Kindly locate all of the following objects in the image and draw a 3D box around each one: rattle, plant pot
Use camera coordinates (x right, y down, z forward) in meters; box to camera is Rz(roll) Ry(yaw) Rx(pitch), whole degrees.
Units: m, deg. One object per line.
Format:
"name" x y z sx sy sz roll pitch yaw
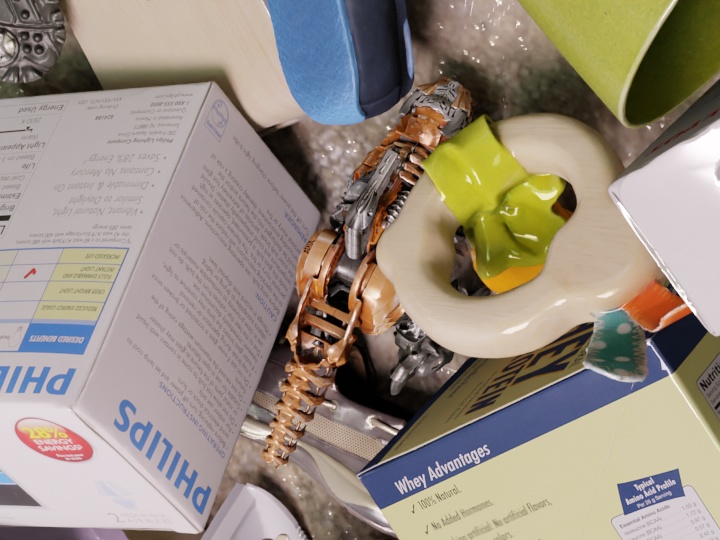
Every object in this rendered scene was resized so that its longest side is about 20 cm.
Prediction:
"rattle" 0.111 0.019 1.335 0.199 0.130 0.143 24 149 41
"plant pot" 0.107 -0.200 1.257 0.200 0.187 0.188 43 128 14

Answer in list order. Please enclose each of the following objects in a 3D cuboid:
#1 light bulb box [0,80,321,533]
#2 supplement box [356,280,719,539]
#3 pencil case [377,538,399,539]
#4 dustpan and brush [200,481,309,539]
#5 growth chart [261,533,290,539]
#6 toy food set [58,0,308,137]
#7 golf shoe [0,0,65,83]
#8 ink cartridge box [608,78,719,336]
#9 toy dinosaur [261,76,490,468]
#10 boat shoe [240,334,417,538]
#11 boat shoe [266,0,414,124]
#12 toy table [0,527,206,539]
"light bulb box" -0.154 0.021 1.466 0.197 0.201 0.125 -2 144 35
"supplement box" 0.147 0.121 1.412 0.199 0.134 0.200 -28 99 37
"pencil case" 0.046 0.240 1.568 0.201 0.090 0.094 64 162 -10
"dustpan and brush" -0.044 0.235 1.610 0.057 0.140 0.201 11 145 32
"growth chart" 0.009 0.212 1.484 0.200 0.018 0.146 9 116 58
"toy food set" -0.091 -0.158 1.463 0.143 0.060 0.201 -18 103 47
"golf shoe" -0.228 -0.178 1.509 0.200 0.088 0.077 42 95 7
"ink cartridge box" 0.218 -0.071 1.233 0.145 0.200 0.084 -32 95 37
"toy dinosaur" 0.000 0.000 1.429 0.200 0.136 0.102 -42 71 -3
"boat shoe" -0.022 0.068 1.534 0.199 0.074 0.074 33 101 17
"boat shoe" -0.017 -0.175 1.395 0.084 0.068 0.201 5 103 41
"toy table" -0.170 0.138 1.614 0.184 0.117 0.200 -36 93 38
